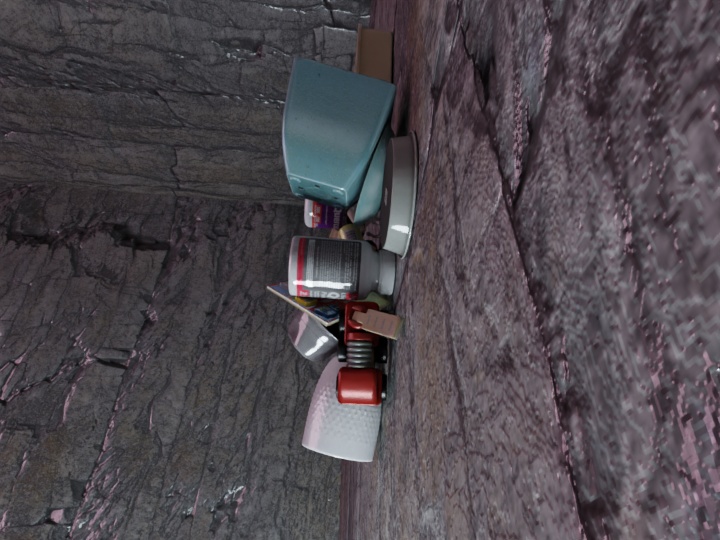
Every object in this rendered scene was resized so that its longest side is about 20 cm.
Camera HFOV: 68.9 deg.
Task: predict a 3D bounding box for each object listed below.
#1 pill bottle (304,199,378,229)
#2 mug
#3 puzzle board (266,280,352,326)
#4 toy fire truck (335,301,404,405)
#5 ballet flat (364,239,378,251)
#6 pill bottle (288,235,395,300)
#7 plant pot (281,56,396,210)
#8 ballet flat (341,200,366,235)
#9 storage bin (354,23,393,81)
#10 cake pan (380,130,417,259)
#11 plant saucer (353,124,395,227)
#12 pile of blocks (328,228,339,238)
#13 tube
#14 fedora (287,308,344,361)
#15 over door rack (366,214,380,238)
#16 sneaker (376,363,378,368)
[{"bbox_3d":[-0.044,-0.162,1.344,0.112,0.193,0.116,-176,90,-87],"label":"pill bottle"},{"bbox_3d":[-0.017,0.275,1.062,0.199,0.144,0.181,34,-114,-59],"label":"mug"},{"bbox_3d":[-0.079,0.051,1.072,0.199,0.148,0.018,-13,-50,-65],"label":"puzzle board"},{"bbox_3d":[0.013,0.137,0.891,0.200,0.124,0.182,65,-153,-76],"label":"toy fire truck"},{"bbox_3d":[0.017,-0.012,1.264,0.202,0.072,0.076,-95,9,-59],"label":"ballet flat"},{"bbox_3d":[-0.035,-0.003,0.988,0.111,0.193,0.114,-176,90,-87],"label":"pill bottle"},{"bbox_3d":[-0.054,-0.236,0.991,0.196,0.191,0.206,93,-167,-79],"label":"plant pot"},{"bbox_3d":[-0.006,-0.126,1.153,0.069,0.067,0.201,57,170,17],"label":"ballet flat"},{"bbox_3d":[0.027,-0.468,1.340,0.200,0.091,0.206,101,171,-66],"label":"storage bin"},{"bbox_3d":[0.059,-0.123,0.855,0.200,0.036,0.207,-177,90,-87],"label":"cake pan"},{"bbox_3d":[0.038,-0.173,1.005,0.201,0.038,0.206,21,-91,-86],"label":"plant saucer"},{"bbox_3d":[-0.028,-0.047,1.254,0.064,0.080,0.200,-68,20,8],"label":"pile of blocks"},{"bbox_3d":[0.000,0.000,1.078,0.059,0.050,0.204,114,144,-52],"label":"tube"},{"bbox_3d":[-0.094,0.129,1.106,0.090,0.177,0.200,-45,10,7],"label":"fedora"},{"bbox_3d":[0.030,-0.202,1.224,0.149,0.064,0.205,100,172,-60],"label":"over door rack"},{"bbox_3d":[0.005,0.165,1.223,0.200,0.069,0.116,173,97,-79],"label":"sneaker"}]
